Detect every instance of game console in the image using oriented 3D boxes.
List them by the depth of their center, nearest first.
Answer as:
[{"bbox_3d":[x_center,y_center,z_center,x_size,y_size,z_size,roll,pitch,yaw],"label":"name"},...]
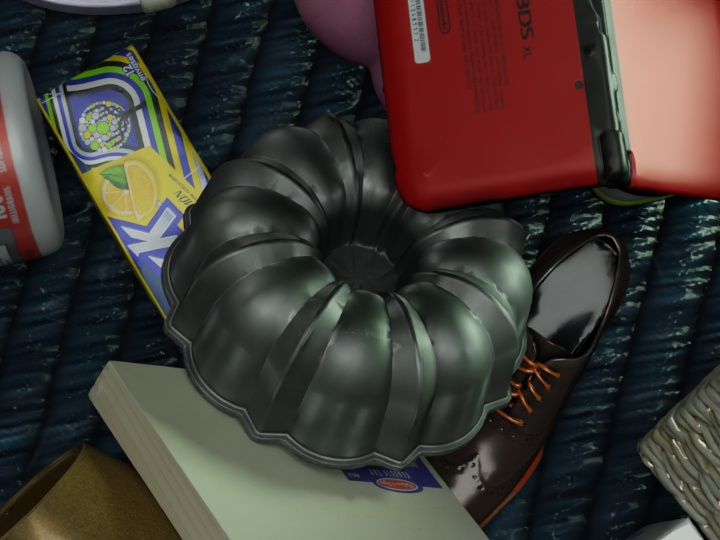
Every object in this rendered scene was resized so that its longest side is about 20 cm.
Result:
[{"bbox_3d":[0.102,-0.129,1.222,0.172,0.119,0.200,-9,78,12],"label":"game console"}]

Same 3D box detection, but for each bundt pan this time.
[{"bbox_3d":[0.000,0.000,1.199,0.202,0.076,0.202,7,55,-11],"label":"bundt pan"}]

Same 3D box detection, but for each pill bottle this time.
[{"bbox_3d":[-0.270,-0.044,1.260,0.200,0.116,0.116,-13,82,-3],"label":"pill bottle"}]

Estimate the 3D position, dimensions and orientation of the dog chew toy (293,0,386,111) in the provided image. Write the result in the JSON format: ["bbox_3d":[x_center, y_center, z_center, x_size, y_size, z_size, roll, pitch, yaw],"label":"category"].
[{"bbox_3d":[0.049,-0.130,1.283,0.125,0.125,0.200,-35,92,-6],"label":"dog chew toy"}]

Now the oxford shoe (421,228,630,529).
[{"bbox_3d":[0.084,0.060,1.275,0.071,0.073,0.200,29,82,3],"label":"oxford shoe"}]

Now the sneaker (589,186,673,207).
[{"bbox_3d":[0.215,-0.088,1.296,0.200,0.083,0.072,-27,84,-5],"label":"sneaker"}]

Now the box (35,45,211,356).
[{"bbox_3d":[-0.102,-0.020,1.283,0.064,0.070,0.200,-31,83,-6],"label":"box"}]

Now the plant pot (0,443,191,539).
[{"bbox_3d":[-0.103,0.189,1.156,0.186,0.186,0.200,-43,100,-7],"label":"plant pot"}]

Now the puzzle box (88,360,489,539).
[{"bbox_3d":[-0.032,0.107,1.193,0.025,0.200,0.133,-56,50,21],"label":"puzzle box"}]

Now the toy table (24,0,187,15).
[{"bbox_3d":[-0.128,-0.223,1.290,0.200,0.117,0.184,-26,83,-4],"label":"toy table"}]

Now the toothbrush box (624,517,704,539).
[{"bbox_3d":[0.188,0.235,1.216,0.086,0.146,0.200,-34,85,-5],"label":"toothbrush box"}]

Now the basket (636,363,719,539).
[{"bbox_3d":[0.278,0.083,1.160,0.198,0.161,0.200,-38,85,-30],"label":"basket"}]
